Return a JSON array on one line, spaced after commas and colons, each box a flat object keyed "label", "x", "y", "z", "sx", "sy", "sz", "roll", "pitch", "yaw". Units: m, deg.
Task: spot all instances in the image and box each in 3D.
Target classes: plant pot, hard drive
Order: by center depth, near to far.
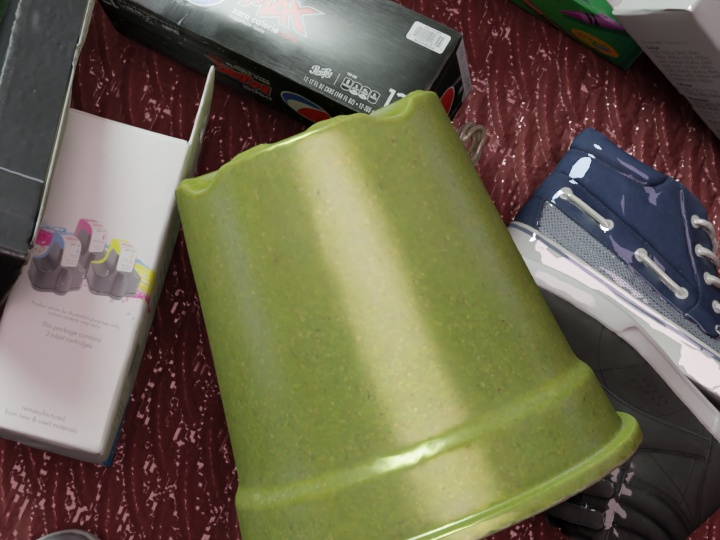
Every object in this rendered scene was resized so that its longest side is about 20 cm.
[{"label": "plant pot", "x": 0.005, "y": 0.024, "z": 0.743, "sx": 0.200, "sy": 0.200, "sz": 0.185, "roll": -21, "pitch": 93, "yaw": -9}, {"label": "hard drive", "x": -0.174, "y": -0.073, "z": 0.795, "sx": 0.038, "sy": 0.140, "sz": 0.201, "roll": 17, "pitch": 62, "yaw": -20}]

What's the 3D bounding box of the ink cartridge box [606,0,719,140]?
[{"label": "ink cartridge box", "x": 0.219, "y": -0.143, "z": 0.867, "sx": 0.200, "sy": 0.068, "sz": 0.116, "roll": 42, "pitch": 77, "yaw": -27}]

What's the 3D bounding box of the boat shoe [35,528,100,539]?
[{"label": "boat shoe", "x": -0.203, "y": 0.209, "z": 0.805, "sx": 0.202, "sy": 0.065, "sz": 0.075, "roll": -38, "pitch": 87, "yaw": -11}]

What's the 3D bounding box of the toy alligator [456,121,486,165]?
[{"label": "toy alligator", "x": 0.000, "y": 0.000, "z": 0.872, "sx": 0.054, "sy": 0.059, "sz": 0.200, "roll": 21, "pitch": 75, "yaw": 39}]

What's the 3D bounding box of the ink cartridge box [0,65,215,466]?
[{"label": "ink cartridge box", "x": -0.133, "y": -0.007, "z": 0.824, "sx": 0.068, "sy": 0.115, "sz": 0.201, "roll": 16, "pitch": 79, "yaw": -4}]

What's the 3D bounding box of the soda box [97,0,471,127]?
[{"label": "soda box", "x": -0.043, "y": -0.126, "z": 0.853, "sx": 0.199, "sy": 0.071, "sz": 0.063, "roll": 28, "pitch": 79, "yaw": 15}]

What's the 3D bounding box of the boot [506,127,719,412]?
[{"label": "boot", "x": 0.177, "y": 0.010, "z": 0.876, "sx": 0.200, "sy": 0.073, "sz": 0.090, "roll": 36, "pitch": 84, "yaw": 1}]

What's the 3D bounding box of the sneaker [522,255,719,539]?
[{"label": "sneaker", "x": 0.117, "y": 0.080, "z": 0.843, "sx": 0.200, "sy": 0.071, "sz": 0.099, "roll": 43, "pitch": 77, "yaw": -18}]

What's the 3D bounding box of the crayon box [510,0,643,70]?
[{"label": "crayon box", "x": 0.155, "y": -0.231, "z": 0.922, "sx": 0.119, "sy": 0.058, "sz": 0.200, "roll": 30, "pitch": 79, "yaw": 0}]
